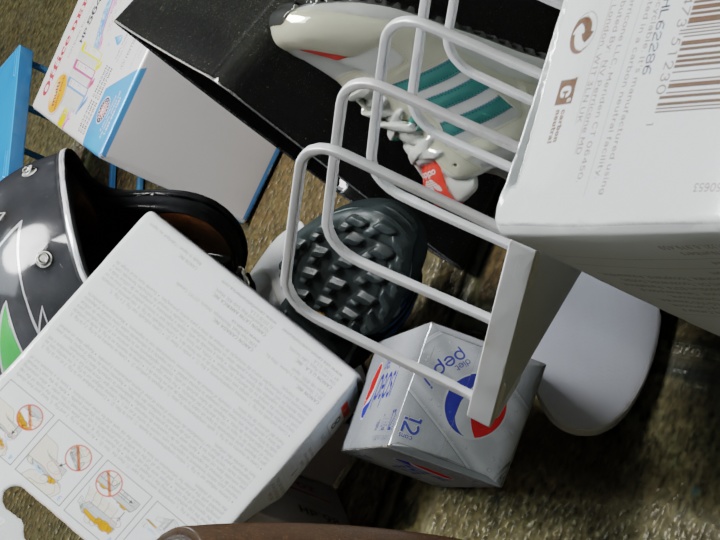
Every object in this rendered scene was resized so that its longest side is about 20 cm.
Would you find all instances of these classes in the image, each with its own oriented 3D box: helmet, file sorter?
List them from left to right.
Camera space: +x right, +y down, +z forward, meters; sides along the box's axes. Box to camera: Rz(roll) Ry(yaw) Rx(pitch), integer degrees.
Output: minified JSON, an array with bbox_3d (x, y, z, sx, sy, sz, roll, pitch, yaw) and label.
[{"bbox_3d":[-0.271,-0.049,1.945,0.200,0.123,0.139,-43,36,39],"label":"file sorter"},{"bbox_3d":[-0.166,0.030,1.526,0.200,0.190,0.201,-168,90,-78],"label":"helmet"},{"bbox_3d":[0.060,-0.059,1.175,0.200,0.124,0.139,-57,-15,-35],"label":"file sorter"}]

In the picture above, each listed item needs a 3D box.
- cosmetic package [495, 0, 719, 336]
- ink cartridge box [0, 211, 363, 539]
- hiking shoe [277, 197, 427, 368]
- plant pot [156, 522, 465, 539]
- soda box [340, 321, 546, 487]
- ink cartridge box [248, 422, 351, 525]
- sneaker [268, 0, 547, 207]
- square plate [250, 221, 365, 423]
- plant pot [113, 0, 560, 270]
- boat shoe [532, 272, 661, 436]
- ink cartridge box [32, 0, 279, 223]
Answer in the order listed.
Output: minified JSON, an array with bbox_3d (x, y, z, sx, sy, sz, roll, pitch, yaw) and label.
[{"bbox_3d":[0.198,-0.057,1.029,0.166,0.200,0.168,0,69,59],"label":"cosmetic package"},{"bbox_3d":[-0.120,0.091,1.383,0.200,0.162,0.050,-49,-15,-10],"label":"ink cartridge box"},{"bbox_3d":[0.000,0.000,1.411,0.087,0.074,0.200,-43,-5,-29],"label":"hiking shoe"},{"bbox_3d":[-0.018,0.200,1.218,0.187,0.200,0.187,-41,36,40],"label":"plant pot"},{"bbox_3d":[0.040,0.073,1.289,0.200,0.063,0.068,144,147,-81],"label":"soda box"},{"bbox_3d":[-0.085,0.171,1.450,0.200,0.116,0.067,-57,29,19],"label":"ink cartridge box"},{"bbox_3d":[0.039,-0.086,1.345,0.070,0.199,0.094,-176,101,-70],"label":"sneaker"},{"bbox_3d":[-0.077,0.090,1.596,0.198,0.028,0.200,-56,29,21],"label":"square plate"},{"bbox_3d":[0.006,-0.145,1.471,0.178,0.200,0.199,-53,27,-1],"label":"plant pot"},{"bbox_3d":[0.122,-0.006,1.288,0.057,0.068,0.200,85,-172,-70],"label":"boat shoe"},{"bbox_3d":[-0.141,-0.135,1.775,0.129,0.125,0.200,-65,28,4],"label":"ink cartridge box"}]
